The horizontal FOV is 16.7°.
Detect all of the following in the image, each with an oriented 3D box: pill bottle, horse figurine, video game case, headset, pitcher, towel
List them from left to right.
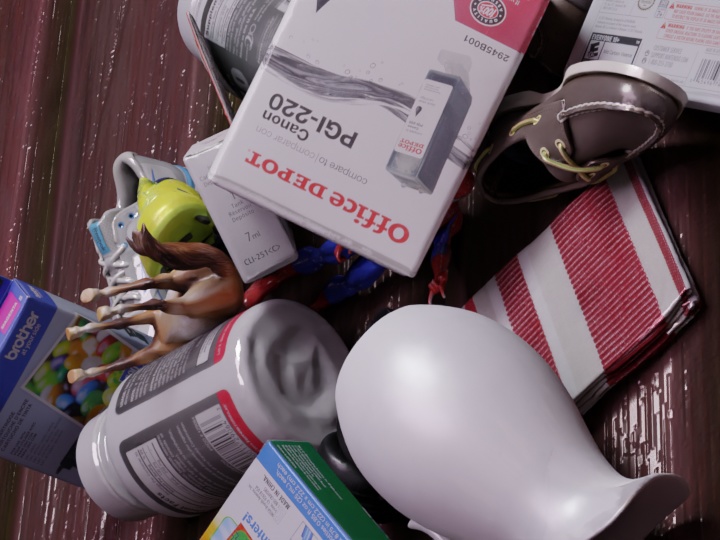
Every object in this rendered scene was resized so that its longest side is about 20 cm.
[{"bbox_3d":[-0.129,0.024,1.664,0.200,0.132,0.050,121,132,-63],"label":"horse figurine"},{"bbox_3d":[-0.103,0.103,1.665,0.200,0.111,0.111,-28,47,40],"label":"pill bottle"},{"bbox_3d":[-0.049,-0.167,1.771,0.114,0.114,0.200,-62,33,3],"label":"pill bottle"},{"bbox_3d":[0.022,0.118,1.523,0.124,0.094,0.200,116,165,-47],"label":"headset"},{"bbox_3d":[0.070,0.128,1.400,0.200,0.121,0.172,40,118,32],"label":"pitcher"},{"bbox_3d":[0.118,0.036,1.496,0.200,0.023,0.144,-45,36,23],"label":"towel"},{"bbox_3d":[0.220,-0.184,1.466,0.200,0.024,0.182,18,84,56],"label":"video game case"}]

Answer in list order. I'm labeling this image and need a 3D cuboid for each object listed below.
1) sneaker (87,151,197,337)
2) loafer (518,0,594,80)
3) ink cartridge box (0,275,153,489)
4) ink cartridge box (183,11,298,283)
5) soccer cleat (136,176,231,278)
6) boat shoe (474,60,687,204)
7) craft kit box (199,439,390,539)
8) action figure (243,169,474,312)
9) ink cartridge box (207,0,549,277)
[{"bbox_3d":[-0.173,0.000,1.851,0.075,0.087,0.200,-25,51,41],"label":"sneaker"},{"bbox_3d":[0.082,-0.171,1.632,0.200,0.073,0.071,20,84,56],"label":"loafer"},{"bbox_3d":[-0.216,0.084,1.748,0.119,0.200,0.042,-59,33,7],"label":"ink cartridge box"},{"bbox_3d":[-0.098,-0.086,1.673,0.045,0.176,0.200,-25,5,0],"label":"ink cartridge box"},{"bbox_3d":[-0.138,-0.034,1.746,0.065,0.084,0.200,-41,-7,0],"label":"soccer cleat"},{"bbox_3d":[0.130,-0.080,1.489,0.200,0.072,0.060,-12,50,65],"label":"boat shoe"},{"bbox_3d":[-0.038,0.238,1.445,0.200,0.049,0.198,49,113,31],"label":"craft kit box"},{"bbox_3d":[0.000,0.000,1.626,0.200,0.065,0.099,-37,19,33],"label":"action figure"},{"bbox_3d":[0.011,-0.114,1.525,0.085,0.146,0.200,-72,8,-84],"label":"ink cartridge box"}]
